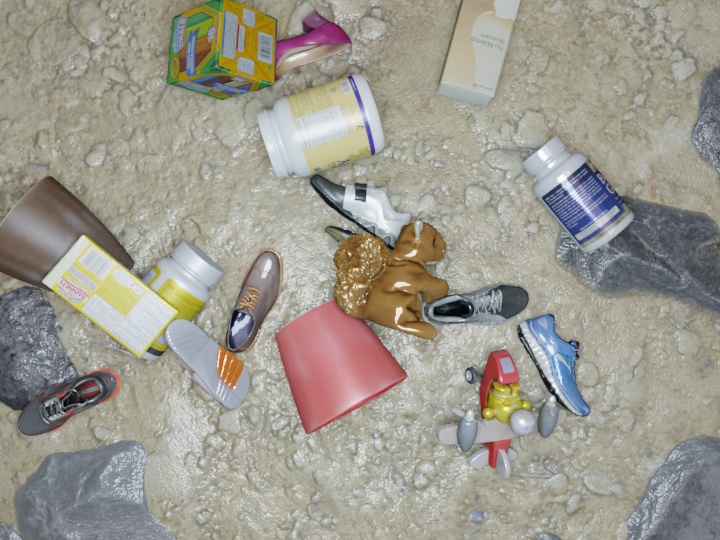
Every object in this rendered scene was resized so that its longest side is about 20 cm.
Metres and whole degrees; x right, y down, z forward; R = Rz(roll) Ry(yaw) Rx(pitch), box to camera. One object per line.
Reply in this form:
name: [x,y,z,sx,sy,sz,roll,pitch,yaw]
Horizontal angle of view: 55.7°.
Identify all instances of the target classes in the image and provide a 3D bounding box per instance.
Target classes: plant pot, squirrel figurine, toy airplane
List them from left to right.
plant pot: [-0.509,-0.032,1.196,0.200,0.187,0.187,35,88,-12]
plant pot: [-0.046,0.157,1.181,0.200,0.200,0.178,-29,78,-1]
squirrel figurine: [0.052,-0.001,1.138,0.200,0.142,0.187,17,88,-5]
toy airplane: [0.252,0.267,1.189,0.199,0.141,0.200,45,75,-17]

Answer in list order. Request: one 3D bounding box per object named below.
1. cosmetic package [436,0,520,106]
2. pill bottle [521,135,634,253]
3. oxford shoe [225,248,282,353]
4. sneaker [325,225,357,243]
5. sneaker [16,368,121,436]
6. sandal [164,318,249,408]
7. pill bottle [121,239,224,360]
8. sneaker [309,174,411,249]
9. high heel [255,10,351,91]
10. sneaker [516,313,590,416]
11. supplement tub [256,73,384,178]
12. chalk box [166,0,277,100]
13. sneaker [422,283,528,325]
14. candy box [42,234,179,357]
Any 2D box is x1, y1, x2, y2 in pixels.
cosmetic package: [0.215,-0.414,1.244,0.105,0.071,0.200,14,88,0]
pill bottle: [0.383,-0.140,1.221,0.111,0.111,0.200,-39,89,-1]
oxford shoe: [-0.190,0.056,1.232,0.071,0.073,0.200,17,88,1]
sneaker: [0.000,0.000,1.239,0.200,0.077,0.089,43,97,4]
sneaker: [-0.535,0.235,1.221,0.200,0.082,0.077,-30,88,-1]
sandal: [-0.279,0.162,1.222,0.207,0.059,0.079,53,55,-26]
pill bottle: [-0.343,0.051,1.213,0.114,0.114,0.200,41,89,1]
sneaker: [0.003,-0.129,1.243,0.200,0.074,0.089,34,88,-8]
high heel: [-0.112,-0.386,1.250,0.096,0.067,0.200,41,85,12]
sneaker: [0.365,0.169,1.226,0.089,0.079,0.200,-28,88,1]
supplement tub: [-0.070,-0.251,1.208,0.200,0.145,0.146,-18,88,0]
chalk box: [-0.258,-0.383,1.204,0.200,0.124,0.125,0,86,43]
sneaker: [0.210,0.067,1.210,0.200,0.115,0.075,-10,88,0]
candy box: [-0.411,0.043,1.131,0.200,0.026,0.102,41,90,-10]
